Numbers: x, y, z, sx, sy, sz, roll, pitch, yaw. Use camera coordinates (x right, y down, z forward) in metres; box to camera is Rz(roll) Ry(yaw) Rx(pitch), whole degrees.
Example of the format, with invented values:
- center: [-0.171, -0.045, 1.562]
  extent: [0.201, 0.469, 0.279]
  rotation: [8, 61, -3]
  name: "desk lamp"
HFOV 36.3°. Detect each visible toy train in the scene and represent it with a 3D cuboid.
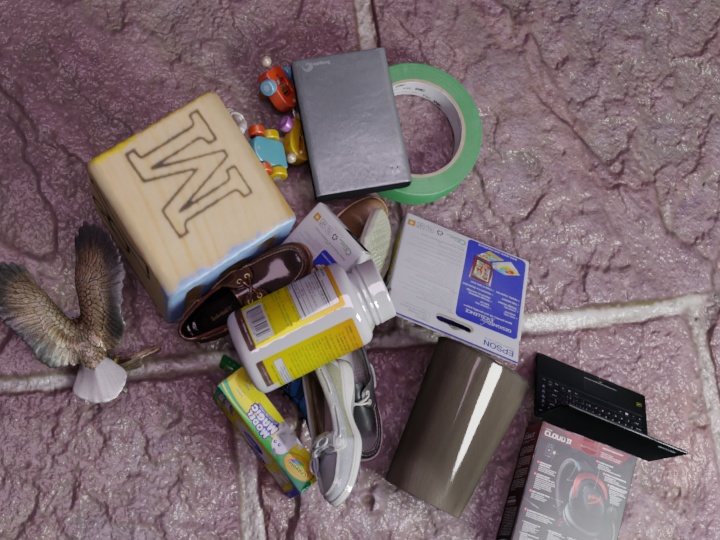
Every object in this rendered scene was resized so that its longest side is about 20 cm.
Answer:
- center: [-0.133, -0.203, 1.538]
  extent: [0.151, 0.055, 0.201]
  rotation: [54, 36, -15]
  name: "toy train"

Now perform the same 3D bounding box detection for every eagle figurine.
- center: [-0.365, 0.063, 1.408]
  extent: [0.149, 0.203, 0.152]
  rotation: [0, 34, 27]
  name: "eagle figurine"

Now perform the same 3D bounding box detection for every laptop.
- center: [0.333, 0.177, 1.484]
  extent: [0.175, 0.104, 0.201]
  rotation: [22, 37, -5]
  name: "laptop"

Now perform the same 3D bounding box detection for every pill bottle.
- center: [-0.059, 0.064, 1.368]
  extent: [0.197, 0.109, 0.111]
  rotation: [-25, 82, -2]
  name: "pill bottle"

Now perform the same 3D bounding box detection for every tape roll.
- center: [0.077, -0.200, 1.602]
  extent: [0.197, 0.048, 0.204]
  rotation: [2, 77, -10]
  name: "tape roll"

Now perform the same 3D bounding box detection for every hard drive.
- center: [-0.014, -0.207, 1.546]
  extent: [0.137, 0.033, 0.204]
  rotation: [-10, 78, -8]
  name: "hard drive"

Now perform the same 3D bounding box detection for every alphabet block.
- center: [-0.224, -0.078, 1.444]
  extent: [0.195, 0.195, 0.202]
  rotation: [-32, 85, -18]
  name: "alphabet block"

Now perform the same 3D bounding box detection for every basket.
- center: [0.125, 0.214, 1.466]
  extent: [0.135, 0.180, 0.202]
  rotation: [22, 82, 29]
  name: "basket"

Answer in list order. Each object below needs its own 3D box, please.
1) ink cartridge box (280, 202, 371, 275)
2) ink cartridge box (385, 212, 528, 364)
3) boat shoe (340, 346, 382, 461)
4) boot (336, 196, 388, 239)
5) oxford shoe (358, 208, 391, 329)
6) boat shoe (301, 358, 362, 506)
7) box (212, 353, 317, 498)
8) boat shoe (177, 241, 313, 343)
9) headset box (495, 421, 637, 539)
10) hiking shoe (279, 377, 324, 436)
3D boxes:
- center: [-0.085, 0.016, 1.451]
  extent: [0.200, 0.037, 0.095]
  rotation: [-46, 71, 8]
  name: "ink cartridge box"
- center: [0.131, 0.031, 1.517]
  extent: [0.195, 0.047, 0.202]
  rotation: [22, 47, -6]
  name: "ink cartridge box"
- center: [-0.011, 0.157, 1.495]
  extent: [0.073, 0.060, 0.204]
  rotation: [-8, 78, -12]
  name: "boat shoe"
- center: [-0.031, -0.036, 1.530]
  extent: [0.200, 0.076, 0.074]
  rotation: [-43, 85, -18]
  name: "boot"
- center: [0.000, 0.000, 1.491]
  extent: [0.057, 0.075, 0.203]
  rotation: [-6, 54, 30]
  name: "oxford shoe"
- center: [-0.043, 0.196, 1.371]
  extent: [0.064, 0.074, 0.205]
  rotation: [17, 50, -25]
  name: "boat shoe"
- center: [-0.130, 0.203, 1.433]
  extent: [0.048, 0.117, 0.201]
  rotation: [-35, 84, -17]
  name: "box"
- center: [-0.149, 0.033, 1.416]
  extent: [0.199, 0.070, 0.071]
  rotation: [-36, 85, 13]
  name: "boat shoe"
- center: [0.284, 0.310, 1.506]
  extent: [0.146, 0.075, 0.203]
  rotation: [20, 74, -6]
  name: "headset box"
- center: [-0.100, 0.140, 1.483]
  extent: [0.085, 0.075, 0.203]
  rotation: [-18, 71, -9]
  name: "hiking shoe"
